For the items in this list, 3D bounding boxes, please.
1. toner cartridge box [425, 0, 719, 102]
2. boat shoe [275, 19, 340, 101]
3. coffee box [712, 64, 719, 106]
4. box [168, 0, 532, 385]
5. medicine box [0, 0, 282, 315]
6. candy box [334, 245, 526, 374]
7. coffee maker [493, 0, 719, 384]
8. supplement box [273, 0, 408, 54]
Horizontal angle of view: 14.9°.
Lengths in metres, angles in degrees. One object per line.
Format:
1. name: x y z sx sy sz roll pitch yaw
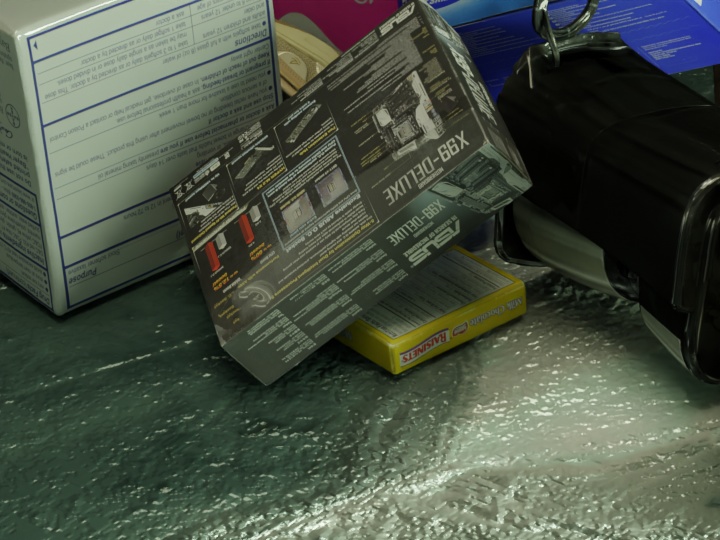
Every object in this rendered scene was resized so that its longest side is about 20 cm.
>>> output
1. toner cartridge box: 0.136 -0.155 1.702 0.200 0.095 0.043 -9 55 41
2. boat shoe: -0.105 -0.153 1.867 0.200 0.071 0.065 24 45 5
3. coffee box: 0.329 -0.127 1.744 0.200 0.115 0.080 13 34 32
4. box: -0.010 -0.049 1.612 0.200 0.050 0.158 -38 39 12
5. medicine box: -0.150 -0.103 1.704 0.182 0.200 0.103 -24 36 -29
6. candy box: 0.000 0.000 1.670 0.102 0.026 0.200 -26 35 -27
7. coffee maker: 0.168 -0.054 1.564 0.135 0.192 0.200 -33 35 -17
8. supplement box: 0.002 -0.219 1.962 0.103 0.101 0.200 3 25 15
